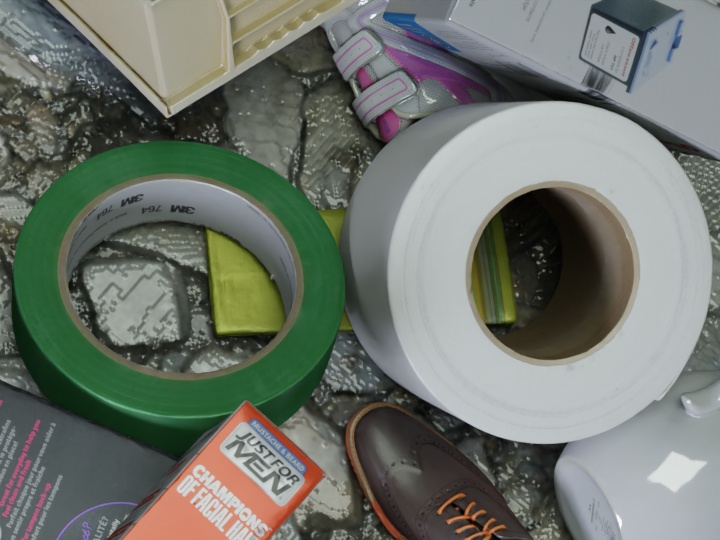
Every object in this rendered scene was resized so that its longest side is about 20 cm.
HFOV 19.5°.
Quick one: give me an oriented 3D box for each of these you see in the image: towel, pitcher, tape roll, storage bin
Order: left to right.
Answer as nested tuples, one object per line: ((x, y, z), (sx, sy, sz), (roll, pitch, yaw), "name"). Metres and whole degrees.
((-0.111, 0.014, 1.275), (0.200, 0.048, 0.201), (5, 56, -7), "tape roll")
((-0.104, -0.230, 1.315), (0.198, 0.094, 0.200), (-33, 56, -20), "storage bin")
((0.000, 0.000, 1.355), (0.199, 0.018, 0.086), (-2, 69, -13), "towel")
((0.097, -0.003, 1.280), (0.202, 0.139, 0.203), (-1, 94, -13), "tape roll")
((0.225, 0.097, 1.298), (0.200, 0.172, 0.121), (-23, 48, -20), "pitcher")

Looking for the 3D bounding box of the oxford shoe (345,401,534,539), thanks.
((0.070, 0.157, 1.292), (0.071, 0.073, 0.200), (-41, 86, -20), "oxford shoe")

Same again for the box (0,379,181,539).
((-0.206, 0.140, 1.215), (0.200, 0.106, 0.123), (25, 69, -6), "box")

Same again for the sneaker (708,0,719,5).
((0.184, -0.188, 1.406), (0.091, 0.077, 0.200), (49, 65, -27), "sneaker")

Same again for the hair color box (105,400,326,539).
((-0.115, 0.168, 1.113), (0.064, 0.111, 0.200), (42, 69, -3), "hair color box")

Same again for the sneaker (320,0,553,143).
((0.026, -0.133, 1.365), (0.200, 0.081, 0.088), (34, 68, -1), "sneaker")

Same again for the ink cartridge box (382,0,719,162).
((0.132, -0.147, 1.281), (0.200, 0.146, 0.086), (22, 92, -17), "ink cartridge box")
